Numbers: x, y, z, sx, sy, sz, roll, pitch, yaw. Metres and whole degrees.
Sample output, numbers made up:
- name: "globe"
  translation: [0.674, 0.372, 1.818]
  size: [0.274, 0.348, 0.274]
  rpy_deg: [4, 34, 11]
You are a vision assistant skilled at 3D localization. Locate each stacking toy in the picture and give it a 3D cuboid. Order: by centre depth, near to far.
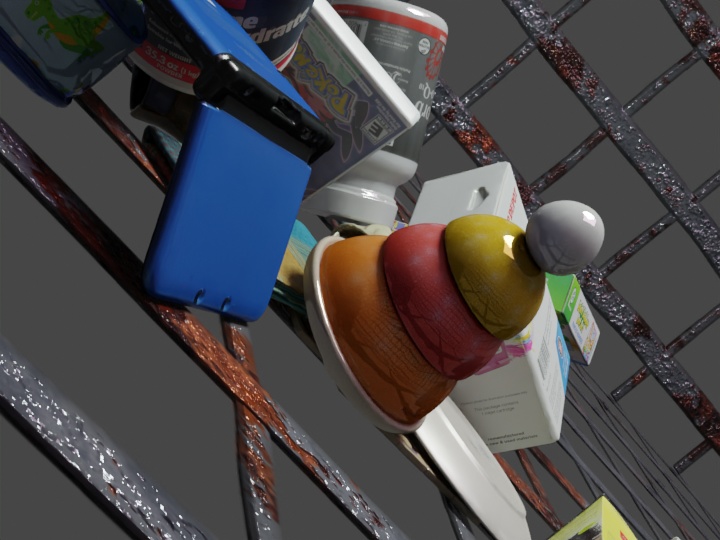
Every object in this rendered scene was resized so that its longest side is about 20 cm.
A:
- name: "stacking toy"
  translation: [0.075, 0.011, 1.098]
  size: [0.146, 0.199, 0.147]
  rpy_deg: [50, 25, -34]

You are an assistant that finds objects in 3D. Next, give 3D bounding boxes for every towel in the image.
- name: "towel"
  translation: [-0.067, -0.018, 1.165]
  size: [0.147, 0.022, 0.200]
  rpy_deg: [53, 12, 34]

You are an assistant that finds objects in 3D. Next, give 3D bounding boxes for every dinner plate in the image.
- name: "dinner plate"
  translation: [0.079, 0.139, 1.250]
  size: [0.201, 0.024, 0.200]
  rpy_deg: [54, 5, -7]

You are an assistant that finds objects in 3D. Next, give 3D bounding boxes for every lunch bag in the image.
- name: "lunch bag"
  translation: [-0.205, -0.190, 0.976]
  size: [0.161, 0.082, 0.200]
  rpy_deg: [49, 7, -22]

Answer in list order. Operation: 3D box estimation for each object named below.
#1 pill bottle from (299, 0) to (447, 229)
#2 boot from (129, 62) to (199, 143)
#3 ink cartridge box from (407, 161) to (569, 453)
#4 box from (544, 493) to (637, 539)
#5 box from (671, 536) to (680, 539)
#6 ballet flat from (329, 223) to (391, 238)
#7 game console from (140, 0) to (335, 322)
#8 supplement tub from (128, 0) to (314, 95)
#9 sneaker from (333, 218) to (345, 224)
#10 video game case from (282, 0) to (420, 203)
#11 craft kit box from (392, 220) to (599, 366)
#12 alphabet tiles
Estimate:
- name: "pill bottle"
  translation: [0.006, -0.145, 1.520]
  size: [0.115, 0.201, 0.116]
  rpy_deg: [13, -1, 0]
- name: "boot"
  translation: [-0.112, -0.175, 1.206]
  size: [0.097, 0.075, 0.201]
  rpy_deg: [19, 56, -29]
- name: "ink cartridge box"
  translation: [0.107, 0.030, 1.374]
  size: [0.145, 0.084, 0.201]
  rpy_deg: [-67, 142, -61]
- name: "box"
  translation: [0.170, 0.223, 1.231]
  size: [0.050, 0.075, 0.200]
  rpy_deg: [51, 6, 5]
- name: "box"
  translation: [0.272, 0.311, 1.298]
  size: [0.200, 0.101, 0.113]
  rpy_deg: [42, 11, -49]
- name: "ballet flat"
  translation: [0.000, 0.000, 1.399]
  size: [0.070, 0.069, 0.200]
  rpy_deg: [48, 6, -14]
- name: "game console"
  translation: [-0.099, -0.078, 0.946]
  size: [0.171, 0.118, 0.200]
  rpy_deg: [50, 6, 14]
- name: "supplement tub"
  translation: [-0.088, -0.223, 1.093]
  size: [0.141, 0.140, 0.200]
  rpy_deg: [52, -30, 14]
- name: "sneaker"
  translation: [-0.039, -0.109, 1.598]
  size: [0.200, 0.079, 0.096]
  rpy_deg: [41, 14, -50]
- name: "video game case"
  translation: [-0.072, -0.160, 1.355]
  size: [0.200, 0.182, 0.023]
  rpy_deg: [49, 46, -10]
- name: "craft kit box"
  translation: [0.128, 0.024, 1.627]
  size: [0.199, 0.049, 0.198]
  rpy_deg: [18, -10, 19]
- name: "alphabet tiles"
  translation: [0.007, 0.083, 1.204]
  size: [0.200, 0.008, 0.167]
  rpy_deg: [47, 8, -29]
